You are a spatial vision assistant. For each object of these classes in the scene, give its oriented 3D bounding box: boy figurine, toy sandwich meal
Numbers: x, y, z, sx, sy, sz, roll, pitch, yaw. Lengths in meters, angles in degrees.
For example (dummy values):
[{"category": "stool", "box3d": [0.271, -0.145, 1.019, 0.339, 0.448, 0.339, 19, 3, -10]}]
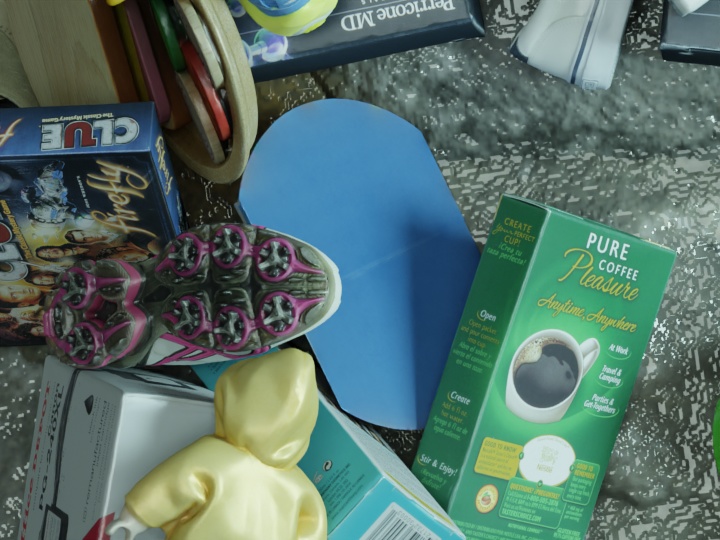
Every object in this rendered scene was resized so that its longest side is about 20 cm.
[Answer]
[{"category": "boy figurine", "box3d": [-0.074, 0.135, 1.580, 0.124, 0.064, 0.201, 15, 88, -24]}, {"category": "toy sandwich meal", "box3d": [-0.132, -0.128, 1.687, 0.070, 0.205, 0.206, -27, 87, -20]}]

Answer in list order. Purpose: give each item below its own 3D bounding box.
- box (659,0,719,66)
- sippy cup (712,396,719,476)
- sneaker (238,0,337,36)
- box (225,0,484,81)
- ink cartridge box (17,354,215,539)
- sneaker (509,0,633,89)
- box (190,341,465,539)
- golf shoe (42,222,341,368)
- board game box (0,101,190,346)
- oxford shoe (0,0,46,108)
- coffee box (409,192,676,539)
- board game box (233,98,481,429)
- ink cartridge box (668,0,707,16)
[{"category": "box", "box3d": [0.254, -0.214, 1.712, 0.147, 0.107, 0.201, 7, 90, 6]}, {"category": "sippy cup", "box3d": [0.300, 0.091, 1.703, 0.177, 0.139, 0.131, -9, 100, 31]}, {"category": "sneaker", "box3d": [-0.077, -0.221, 1.626, 0.076, 0.105, 0.200, -36, 88, 2]}, {"category": "box", "box3d": [-0.021, -0.222, 1.735, 0.147, 0.107, 0.201, -12, 90, 6]}, {"category": "ink cartridge box", "box3d": [-0.132, 0.133, 1.700, 0.083, 0.200, 0.146, 9, 91, -19]}, {"category": "sneaker", "box3d": [0.137, -0.208, 1.742, 0.070, 0.073, 0.201, 15, 92, 3]}, {"category": "box", "box3d": [-0.023, 0.098, 1.697, 0.049, 0.200, 0.082, -47, 130, 3]}, {"category": "golf shoe", "box3d": [-0.081, 0.014, 1.674, 0.199, 0.092, 0.073, -7, 83, 40]}, {"category": "board game box", "box3d": [-0.168, -0.023, 1.719, 0.135, 0.200, 0.035, -2, 58, 7]}, {"category": "oxford shoe", "box3d": [-0.220, -0.121, 1.780, 0.070, 0.075, 0.201, -27, 86, 8]}, {"category": "coffee box", "box3d": [0.102, 0.065, 1.727, 0.044, 0.123, 0.201, 21, 95, 47]}, {"category": "board game box", "box3d": [0.000, 0.000, 1.743, 0.039, 0.158, 0.201, -27, 89, 45]}, {"category": "ink cartridge box", "box3d": [0.173, -0.260, 1.621, 0.144, 0.085, 0.200, -36, 91, 6]}]
